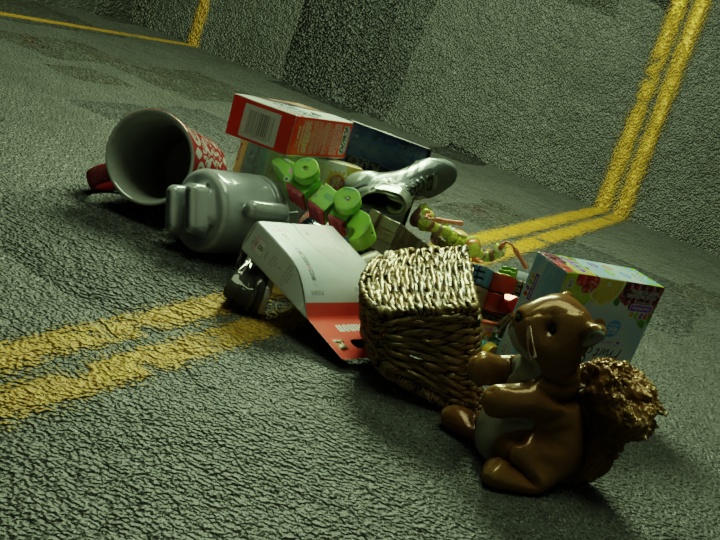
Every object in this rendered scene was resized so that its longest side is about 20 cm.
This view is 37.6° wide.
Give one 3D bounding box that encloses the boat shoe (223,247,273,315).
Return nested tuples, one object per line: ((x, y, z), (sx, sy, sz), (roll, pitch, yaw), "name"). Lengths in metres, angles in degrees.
((-0.139, -0.005, 1.340), (0.056, 0.068, 0.200), (21, 17, -11), "boat shoe")

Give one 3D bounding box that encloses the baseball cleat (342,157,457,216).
((0.074, -0.120, 1.626), (0.197, 0.071, 0.107), (-13, 34, -20), "baseball cleat")

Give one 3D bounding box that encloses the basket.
((0.070, 0.074, 1.243), (0.140, 0.151, 0.200), (-4, 22, 3), "basket")

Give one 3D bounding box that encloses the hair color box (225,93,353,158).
((-0.103, -0.215, 1.585), (0.110, 0.065, 0.200), (21, 11, 20), "hair color box")

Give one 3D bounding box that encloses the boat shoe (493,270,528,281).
((0.195, 0.037, 1.631), (0.198, 0.068, 0.073), (8, -21, -30), "boat shoe")

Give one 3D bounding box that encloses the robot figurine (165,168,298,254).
((-0.178, -0.080, 1.466), (0.168, 0.115, 0.199), (5, 2, 39), "robot figurine")

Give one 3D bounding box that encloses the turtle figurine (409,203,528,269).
((0.149, -0.044, 1.612), (0.198, 0.065, 0.161), (21, 6, -28), "turtle figurine")

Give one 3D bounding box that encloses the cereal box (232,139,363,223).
((-0.107, -0.114, 1.627), (0.198, 0.146, 0.040), (13, 14, -25), "cereal box")

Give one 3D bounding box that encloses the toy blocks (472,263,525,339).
((0.170, 0.030, 1.445), (0.198, 0.101, 0.136), (14, -6, 40), "toy blocks")

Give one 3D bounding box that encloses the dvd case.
((0.017, -0.124, 1.706), (0.141, 0.203, 0.018), (19, 12, -4), "dvd case")

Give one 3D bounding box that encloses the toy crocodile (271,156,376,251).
((-0.052, -0.094, 1.453), (0.199, 0.062, 0.068), (37, -24, 25), "toy crocodile")

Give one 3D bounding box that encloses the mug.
((-0.297, -0.164, 1.573), (0.175, 0.135, 0.200), (15, 3, 10), "mug")

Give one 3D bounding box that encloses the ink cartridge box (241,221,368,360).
((-0.031, 0.020, 1.296), (0.200, 0.057, 0.162), (42, 21, 26), "ink cartridge box")

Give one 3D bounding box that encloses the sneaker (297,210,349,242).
((-0.074, -0.051, 1.499), (0.085, 0.074, 0.200), (65, 15, 17), "sneaker")

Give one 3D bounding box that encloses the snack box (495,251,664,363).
((0.286, 0.075, 1.387), (0.198, 0.171, 0.068), (9, 20, -37), "snack box")

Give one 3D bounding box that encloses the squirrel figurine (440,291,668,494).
((0.204, 0.119, 1.075), (0.197, 0.189, 0.142), (15, 14, -14), "squirrel figurine")

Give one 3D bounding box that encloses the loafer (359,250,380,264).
((0.000, 0.000, 1.492), (0.198, 0.071, 0.075), (7, 18, -41), "loafer")

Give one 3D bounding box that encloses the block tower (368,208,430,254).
((0.068, -0.030, 1.618), (0.057, 0.055, 0.199), (27, -2, 33), "block tower")

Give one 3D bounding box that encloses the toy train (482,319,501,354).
((0.112, 0.065, 1.428), (0.197, 0.056, 0.150), (17, 15, -7), "toy train")
